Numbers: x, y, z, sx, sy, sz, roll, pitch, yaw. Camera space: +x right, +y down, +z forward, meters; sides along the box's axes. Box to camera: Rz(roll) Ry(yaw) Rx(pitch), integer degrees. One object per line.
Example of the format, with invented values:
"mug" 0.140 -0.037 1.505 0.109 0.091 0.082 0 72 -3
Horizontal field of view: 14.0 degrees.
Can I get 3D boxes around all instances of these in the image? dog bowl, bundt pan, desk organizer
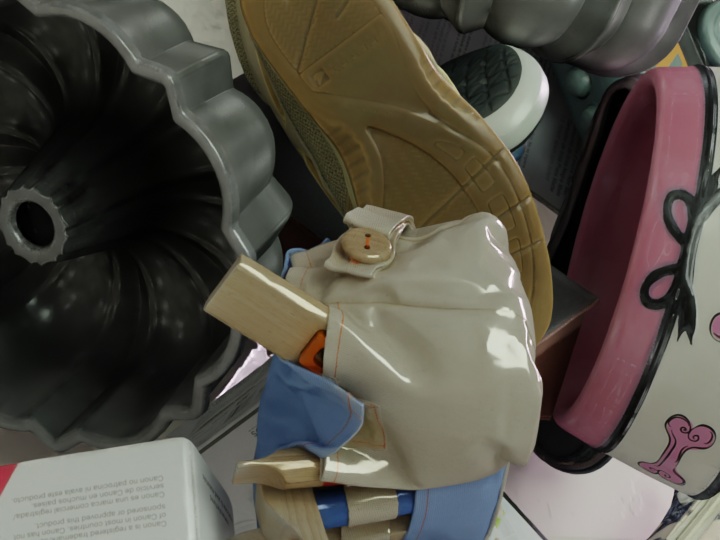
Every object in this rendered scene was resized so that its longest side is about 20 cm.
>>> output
"dog bowl" 0.142 -0.002 1.302 0.074 0.200 0.200 14 55 -5
"bundt pan" -0.113 -0.031 1.196 0.202 0.202 0.076 56 38 -2
"desk organizer" 0.000 0.000 1.301 0.200 0.077 0.072 36 45 23
"bundt pan" 0.068 -0.146 1.388 0.202 0.202 0.076 12 99 -36

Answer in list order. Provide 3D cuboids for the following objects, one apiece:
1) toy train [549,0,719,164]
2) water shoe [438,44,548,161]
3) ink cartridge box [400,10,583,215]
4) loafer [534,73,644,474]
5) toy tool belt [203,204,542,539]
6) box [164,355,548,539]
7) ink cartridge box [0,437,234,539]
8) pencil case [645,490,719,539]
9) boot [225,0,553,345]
"toy train" 0.152 -0.101 1.505 0.114 0.085 0.200 -14 78 -35
"water shoe" 0.047 -0.052 1.356 0.071 0.200 0.079 -43 103 -18
"ink cartridge box" 0.056 -0.135 1.520 0.200 0.041 0.200 36 49 -22
"loafer" 0.112 -0.001 1.421 0.063 0.072 0.200 12 92 -64
"toy tool belt" -0.008 0.066 1.137 0.123 0.200 0.125 0 45 -12
"box" 0.009 0.130 1.271 0.200 0.117 0.060 47 29 -9
"ink cartridge box" -0.119 0.177 1.109 0.086 0.147 0.200 67 17 -65
"pencil case" 0.145 0.169 1.398 0.200 0.078 0.090 -45 124 -45
"boot" 0.006 -0.057 1.240 0.073 0.155 0.200 -35 102 -2
